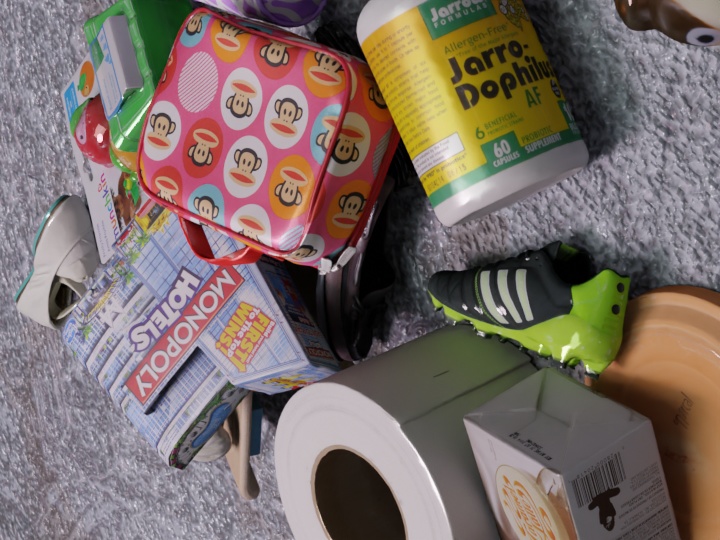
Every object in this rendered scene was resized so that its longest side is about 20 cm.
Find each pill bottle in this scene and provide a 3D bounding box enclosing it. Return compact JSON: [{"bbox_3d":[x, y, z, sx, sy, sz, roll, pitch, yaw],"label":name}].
[{"bbox_3d":[0.065,-0.141,1.177,0.113,0.112,0.201,-28,84,53],"label":"pill bottle"}]

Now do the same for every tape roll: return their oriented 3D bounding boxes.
[{"bbox_3d":[0.049,0.156,1.320,0.202,0.139,0.204,28,128,42],"label":"tape roll"}]

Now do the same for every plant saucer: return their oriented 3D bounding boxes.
[{"bbox_3d":[0.223,0.110,1.168,0.200,0.032,0.201,25,125,42],"label":"plant saucer"}]

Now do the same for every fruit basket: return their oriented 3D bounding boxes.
[{"bbox_3d":[-0.205,-0.134,1.496,0.200,0.093,0.186,-40,57,41],"label":"fruit basket"}]

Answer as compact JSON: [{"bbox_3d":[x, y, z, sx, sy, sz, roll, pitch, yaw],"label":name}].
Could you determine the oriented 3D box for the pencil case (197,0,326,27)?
[{"bbox_3d":[-0.110,-0.246,1.367,0.200,0.085,0.084,21,96,41],"label":"pencil case"}]

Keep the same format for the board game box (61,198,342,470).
[{"bbox_3d":[-0.120,0.047,1.363,0.200,0.062,0.200,-50,63,10],"label":"board game box"}]

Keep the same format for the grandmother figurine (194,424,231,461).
[{"bbox_3d":[-0.154,0.065,1.481,0.060,0.121,0.201,-23,78,20],"label":"grandmother figurine"}]

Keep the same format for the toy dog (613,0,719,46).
[{"bbox_3d":[0.189,-0.222,0.966,0.194,0.139,0.201,28,129,58],"label":"toy dog"}]

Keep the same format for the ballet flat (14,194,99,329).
[{"bbox_3d":[-0.292,-0.004,1.743,0.070,0.069,0.200,56,146,16],"label":"ballet flat"}]

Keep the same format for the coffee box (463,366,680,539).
[{"bbox_3d":[0.154,0.181,1.200,0.114,0.080,0.201,29,143,55],"label":"coffee box"}]

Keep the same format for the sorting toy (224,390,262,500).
[{"bbox_3d":[-0.115,0.068,1.518,0.185,0.036,0.201,-118,21,-49],"label":"sorting toy"}]

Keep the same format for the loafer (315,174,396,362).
[{"bbox_3d":[0.000,0.000,1.351,0.063,0.072,0.201,8,135,14],"label":"loafer"}]

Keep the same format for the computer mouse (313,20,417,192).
[{"bbox_3d":[-0.040,-0.110,1.379,0.200,0.053,0.139,-19,101,46],"label":"computer mouse"}]

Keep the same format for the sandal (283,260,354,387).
[{"bbox_3d":[-0.053,0.057,1.452,0.070,0.077,0.212,-29,90,50],"label":"sandal"}]

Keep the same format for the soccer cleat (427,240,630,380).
[{"bbox_3d":[0.119,0.017,1.235,0.200,0.067,0.081,20,90,57],"label":"soccer cleat"}]

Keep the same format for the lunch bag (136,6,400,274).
[{"bbox_3d":[-0.073,-0.085,1.266,0.200,0.082,0.177,27,100,40],"label":"lunch bag"}]
